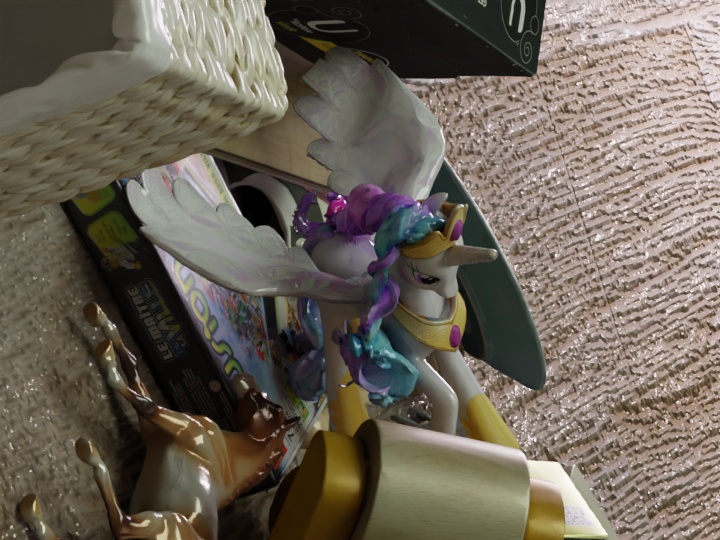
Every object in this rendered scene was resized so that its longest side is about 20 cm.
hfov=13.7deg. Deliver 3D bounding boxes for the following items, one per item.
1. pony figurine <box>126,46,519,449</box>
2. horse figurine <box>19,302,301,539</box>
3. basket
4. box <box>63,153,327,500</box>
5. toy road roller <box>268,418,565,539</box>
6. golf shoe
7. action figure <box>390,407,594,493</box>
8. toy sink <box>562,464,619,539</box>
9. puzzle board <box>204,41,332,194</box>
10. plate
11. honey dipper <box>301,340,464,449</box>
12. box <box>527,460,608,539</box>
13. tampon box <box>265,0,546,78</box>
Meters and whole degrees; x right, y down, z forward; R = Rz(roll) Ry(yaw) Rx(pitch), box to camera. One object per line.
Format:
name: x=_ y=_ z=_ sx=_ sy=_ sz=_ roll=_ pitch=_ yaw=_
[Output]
pony figurine: x=0.000 y=0.000 z=1.518 sx=0.166 sy=0.193 sz=0.201 roll=-39 pitch=146 yaw=-26
horse figurine: x=-0.098 y=0.106 z=1.443 sx=0.133 sy=0.050 sz=0.201 roll=50 pitch=32 yaw=-31
basket: x=-0.157 y=-0.139 z=1.324 sx=0.161 sy=0.199 sz=0.199 roll=16 pitch=58 yaw=-64
box: x=-0.086 y=0.008 z=1.566 sx=0.201 sy=0.035 sz=0.110 roll=63 pitch=25 yaw=-17
toy road roller: x=0.009 y=0.137 z=1.493 sx=0.122 sy=0.201 sz=0.146 roll=13 pitch=36 yaw=-15
golf shoe: x=-0.032 y=-0.030 z=1.688 sx=0.200 sy=0.077 sz=0.088 roll=45 pitch=52 yaw=-37
action figure: x=0.087 y=0.137 z=1.769 sx=0.130 sy=0.069 sz=0.200 roll=39 pitch=-17 yaw=44
toy sink: x=0.099 y=0.232 z=1.677 sx=0.201 sy=0.130 sz=0.112 roll=60 pitch=26 yaw=-24
puzzle board: x=-0.087 y=-0.129 z=1.572 sx=0.199 sy=0.017 sz=0.152 roll=18 pitch=58 yaw=-46
plate: x=0.049 y=-0.011 z=1.790 sx=0.201 sy=0.025 sz=0.200 roll=57 pitch=-11 yaw=18
honey dipper: x=0.007 y=0.067 z=1.722 sx=0.200 sy=0.038 sz=0.038 roll=-26 pitch=96 yaw=-65
box: x=0.066 y=0.200 z=1.553 sx=0.050 sy=0.201 sz=0.075 roll=6 pitch=26 yaw=-24
tampon box: x=0.018 y=-0.215 z=1.571 sx=0.150 sy=0.126 sz=0.201 roll=27 pitch=67 yaw=-58
